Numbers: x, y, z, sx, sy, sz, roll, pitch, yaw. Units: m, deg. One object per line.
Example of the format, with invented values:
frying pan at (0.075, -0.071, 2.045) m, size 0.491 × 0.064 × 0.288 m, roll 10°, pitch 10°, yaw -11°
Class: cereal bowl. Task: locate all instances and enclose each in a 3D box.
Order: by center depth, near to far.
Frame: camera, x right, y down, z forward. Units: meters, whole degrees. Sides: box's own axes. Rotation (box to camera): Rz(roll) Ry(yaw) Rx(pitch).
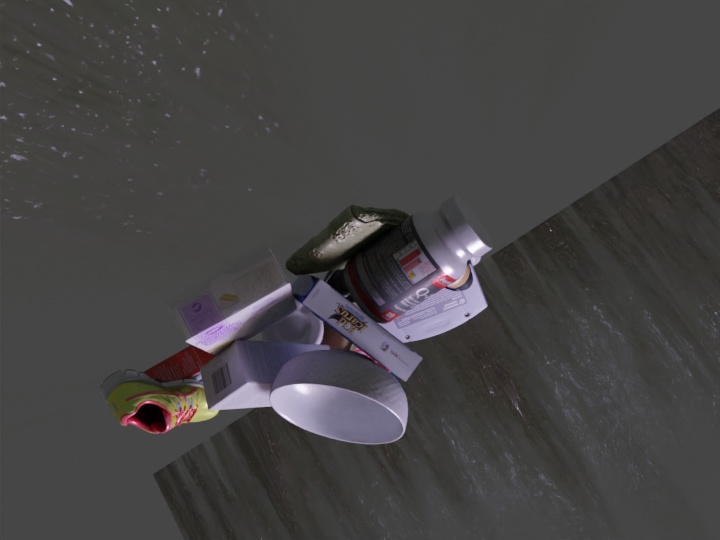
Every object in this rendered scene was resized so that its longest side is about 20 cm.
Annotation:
cereal bowl at (-0.026, 0.171, 0.759) m, size 0.200 × 0.199 × 0.084 m, roll -44°, pitch -155°, yaw 50°

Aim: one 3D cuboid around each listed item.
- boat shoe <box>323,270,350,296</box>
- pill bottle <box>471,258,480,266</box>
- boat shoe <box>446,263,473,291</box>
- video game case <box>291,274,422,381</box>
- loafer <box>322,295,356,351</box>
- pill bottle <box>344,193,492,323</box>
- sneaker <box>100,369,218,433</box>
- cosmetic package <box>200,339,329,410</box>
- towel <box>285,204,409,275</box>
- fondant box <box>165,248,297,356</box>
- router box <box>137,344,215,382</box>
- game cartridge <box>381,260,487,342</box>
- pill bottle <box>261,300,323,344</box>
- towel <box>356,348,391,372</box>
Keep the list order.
boat shoe at (0.000, 0.000, 0.934) m, size 0.060 × 0.076 × 0.200 m, roll -27°, pitch 170°, yaw -40°
pill bottle at (0.199, -0.014, 1.335) m, size 0.199 × 0.120 × 0.120 m, roll -27°, pitch 169°, yaw -22°
boat shoe at (0.117, -0.025, 0.892) m, size 0.062 × 0.200 × 0.075 m, roll 35°, pitch 96°, yaw -40°
video game case at (-0.018, 0.076, 0.794) m, size 0.046 × 0.181 × 0.200 m, roll -54°, pitch -168°, yaw -6°
loafer at (-0.035, 0.085, 1.043) m, size 0.075 × 0.201 × 0.067 m, roll 5°, pitch 159°, yaw 16°
pill bottle at (0.083, -0.017, 0.781) m, size 0.200 × 0.116 × 0.116 m, roll -35°, pitch 169°, yaw 22°
sneaker at (-0.300, 0.219, 0.826) m, size 0.199 × 0.090 × 0.078 m, roll 22°, pitch 107°, yaw -47°
cosmetic package at (-0.140, 0.167, 0.851) m, size 0.101 × 0.072 × 0.199 m, roll -36°, pitch 151°, yaw 29°
towel at (-0.016, -0.046, 0.790) m, size 0.148 × 0.037 × 0.200 m, roll -36°, pitch 170°, yaw 24°
fondant box at (-0.167, 0.052, 0.739) m, size 0.144 × 0.058 × 0.200 m, roll -30°, pitch 169°, yaw -10°
router box at (-0.313, 0.189, 0.969) m, size 0.179 × 0.049 × 0.200 m, roll -30°, pitch 169°, yaw -13°
game cartridge at (0.120, 0.056, 0.961) m, size 0.199 × 0.134 × 0.041 m, roll -22°, pitch -159°, yaw 10°
pill bottle at (-0.131, 0.129, 1.040) m, size 0.114 × 0.115 × 0.200 m, roll -29°, pitch 170°, yaw -13°
towel at (0.020, 0.121, 1.123) m, size 0.143 × 0.202 × 0.022 m, roll -3°, pitch -176°, yaw -10°
